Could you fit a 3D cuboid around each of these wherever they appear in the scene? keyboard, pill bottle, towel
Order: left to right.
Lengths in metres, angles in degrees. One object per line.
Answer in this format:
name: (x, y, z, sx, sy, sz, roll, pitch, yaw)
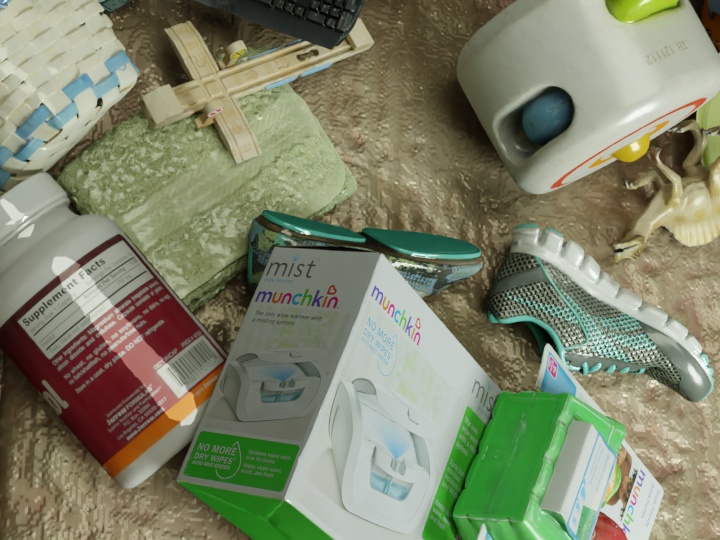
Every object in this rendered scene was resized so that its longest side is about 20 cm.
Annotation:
pill bottle: (-0.178, 0.037, 1.040, 0.113, 0.113, 0.200, -40, 90, -26)
towel: (-0.110, -0.069, 1.142, 0.200, 0.036, 0.149, -37, 88, -26)
keyboard: (-0.079, -0.253, 1.158, 0.199, 0.021, 0.127, 22, 87, 12)

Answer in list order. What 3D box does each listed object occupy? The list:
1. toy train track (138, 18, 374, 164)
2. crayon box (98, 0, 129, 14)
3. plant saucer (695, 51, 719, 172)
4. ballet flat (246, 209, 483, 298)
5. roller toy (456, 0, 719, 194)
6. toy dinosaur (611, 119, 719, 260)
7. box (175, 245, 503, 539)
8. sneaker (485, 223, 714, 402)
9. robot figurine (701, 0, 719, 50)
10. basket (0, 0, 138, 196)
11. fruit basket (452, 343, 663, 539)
toy train track: (-0.070, -0.152, 1.149, 0.200, 0.033, 0.115, -25, 82, -31)
crayon box: (-0.207, -0.293, 1.133, 0.127, 0.051, 0.200, -28, 83, 10)
plant saucer: (0.371, -0.117, 1.325, 0.199, 0.031, 0.201, 1, 86, -14)
ballet flat: (0.000, 0.000, 1.147, 0.199, 0.074, 0.074, 8, 70, -31)
roller toy: (0.179, -0.147, 1.198, 0.182, 0.200, 0.140, -29, 84, 8)
toy dinosaur: (0.285, -0.071, 1.270, 0.199, 0.058, 0.101, -18, 111, -7)
box: (-0.006, 0.109, 1.042, 0.200, 0.096, 0.177, 48, 55, -45)
sneaker: (0.180, 0.052, 1.207, 0.200, 0.078, 0.091, 35, 80, -4)
robot figurine: (0.355, -0.285, 1.309, 0.145, 0.200, 0.058, -13, 41, -24)
basket: (-0.262, -0.157, 1.041, 0.200, 0.176, 0.139, 47, 47, -10)
fruit basket: (0.157, 0.182, 1.112, 0.200, 0.094, 0.186, 46, 54, -31)
